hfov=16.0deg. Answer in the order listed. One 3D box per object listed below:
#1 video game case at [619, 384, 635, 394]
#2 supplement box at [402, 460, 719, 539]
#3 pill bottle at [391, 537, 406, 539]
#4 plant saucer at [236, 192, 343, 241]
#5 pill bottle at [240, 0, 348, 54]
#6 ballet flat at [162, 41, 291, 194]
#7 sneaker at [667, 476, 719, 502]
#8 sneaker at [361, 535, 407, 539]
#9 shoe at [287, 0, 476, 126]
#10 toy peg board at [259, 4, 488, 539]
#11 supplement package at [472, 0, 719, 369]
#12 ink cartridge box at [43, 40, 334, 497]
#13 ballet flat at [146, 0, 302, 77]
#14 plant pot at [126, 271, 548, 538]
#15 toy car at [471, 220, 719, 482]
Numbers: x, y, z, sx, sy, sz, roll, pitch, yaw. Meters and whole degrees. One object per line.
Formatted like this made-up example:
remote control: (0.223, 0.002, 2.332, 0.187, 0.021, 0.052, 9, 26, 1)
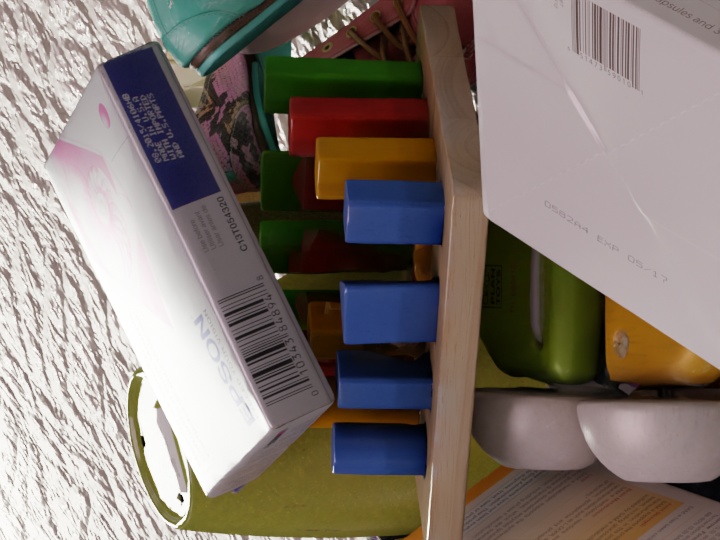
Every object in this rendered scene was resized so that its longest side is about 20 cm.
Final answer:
video game case: (0.163, 0.163, 1.391, 0.143, 0.018, 0.200, -87, -15, -59)
supplement box: (0.118, 0.163, 1.220, 0.200, 0.126, 0.074, 17, 132, 49)
pill bottle: (0.044, 0.205, 1.463, 0.200, 0.109, 0.109, -18, 102, 56)
plant saucer: (-0.040, -0.029, 1.428, 0.200, 0.200, 0.036, 1, 100, 59)
pill bottle: (-0.081, -0.226, 1.394, 0.200, 0.112, 0.112, 54, 152, 11)
ballet flat: (-0.077, -0.104, 1.441, 0.200, 0.071, 0.069, -90, -15, -56)
sneaker: (0.226, 0.097, 1.258, 0.200, 0.075, 0.085, 11, 129, 43)
sneaker: (0.048, 0.196, 1.673, 0.200, 0.076, 0.088, 67, 167, -8)
shoe: (0.027, -0.116, 1.347, 0.072, 0.091, 0.200, 55, 153, 6)
toy peg board: (0.000, 0.000, 1.252, 0.199, 0.097, 0.201, -95, 7, -60)
supplement package: (0.167, -0.091, 1.020, 0.152, 0.200, 0.151, 35, 144, 37)
ink cartridge box: (-0.096, 0.012, 1.293, 0.197, 0.043, 0.200, 63, 156, 9)
ballet flat: (-0.029, -0.168, 1.269, 0.070, 0.200, 0.067, 54, 146, 2)
plant pot: (-0.024, 0.078, 1.462, 0.187, 0.199, 0.188, 41, 138, 51)
toy car: (0.142, 0.009, 1.230, 0.200, 0.150, 0.176, 0, 90, 55)
